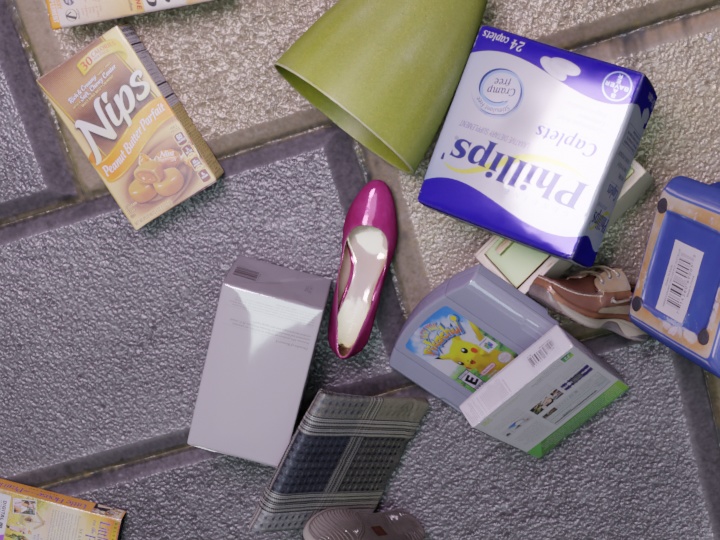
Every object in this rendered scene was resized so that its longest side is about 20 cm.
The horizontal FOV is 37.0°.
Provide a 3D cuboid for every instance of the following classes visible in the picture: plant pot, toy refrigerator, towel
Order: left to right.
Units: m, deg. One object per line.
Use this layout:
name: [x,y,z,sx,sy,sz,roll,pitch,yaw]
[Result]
towel: [-0.024,0.224,1.277,0.199,0.034,0.194,12,109,-48]
plant pot: [0.042,-0.238,1.136,0.187,0.187,0.201,37,90,-8]
toy refrigerator: [0.228,-0.059,1.207,0.200,0.070,0.076,-46,69,14]
plant pot: [0.406,0.011,1.131,0.178,0.200,0.202,5,106,-24]

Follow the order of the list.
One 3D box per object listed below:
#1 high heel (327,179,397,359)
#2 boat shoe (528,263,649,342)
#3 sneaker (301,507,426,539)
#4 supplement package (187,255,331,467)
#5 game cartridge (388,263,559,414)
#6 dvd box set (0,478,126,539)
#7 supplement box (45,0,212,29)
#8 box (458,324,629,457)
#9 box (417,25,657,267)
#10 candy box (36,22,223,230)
high heel: [0.000,0.000,1.234,0.067,0.096,0.202,17,106,-2]
boat shoe: [0.265,0.026,1.213,0.199,0.076,0.072,15,100,-43]
sneaker: [-0.011,0.351,1.302,0.199,0.075,0.107,14,116,-46]
supplement package: [-0.117,0.105,1.257,0.118,0.121,0.202,14,106,-1]
game cartridge: [0.118,0.081,1.236,0.133,0.041,0.200,36,135,-4]
dvd box set: [-0.412,0.354,1.389,0.198,0.029,0.148,14,106,-1]
supplement box: [-0.244,-0.340,1.159,0.198,0.074,0.127,-10,106,5]
box: [0.214,0.144,1.232,0.144,0.036,0.200,-41,144,12]
box: [0.186,-0.129,1.136,0.183,0.105,0.202,22,95,21]
candy box: [-0.258,-0.162,1.220,0.115,0.055,0.201,-30,103,10]
